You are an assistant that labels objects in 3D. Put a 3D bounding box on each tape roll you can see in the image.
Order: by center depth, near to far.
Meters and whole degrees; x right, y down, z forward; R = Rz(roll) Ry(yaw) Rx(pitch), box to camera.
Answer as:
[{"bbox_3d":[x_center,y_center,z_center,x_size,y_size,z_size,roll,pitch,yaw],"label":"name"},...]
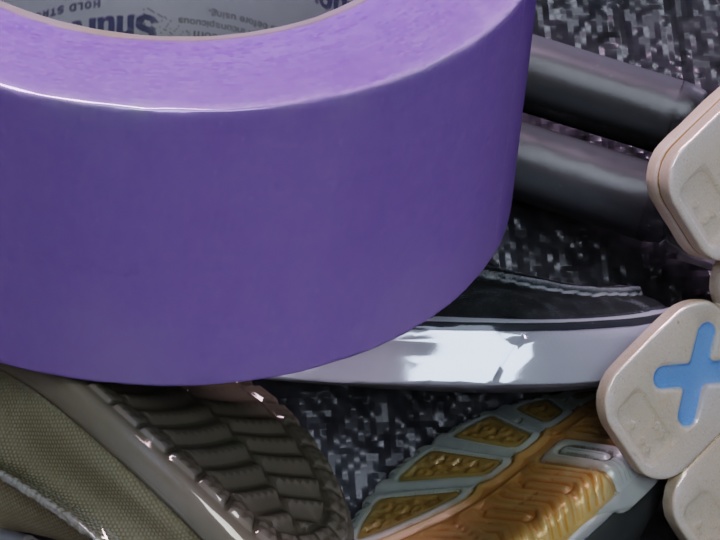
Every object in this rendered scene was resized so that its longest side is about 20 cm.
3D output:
[{"bbox_3d":[-0.054,-0.062,0.766,0.200,0.085,0.200,4,35,-3],"label":"tape roll"}]

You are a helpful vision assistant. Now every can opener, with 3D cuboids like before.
[{"bbox_3d":[0.085,-0.032,0.881,0.200,0.067,0.053,18,81,6],"label":"can opener"}]

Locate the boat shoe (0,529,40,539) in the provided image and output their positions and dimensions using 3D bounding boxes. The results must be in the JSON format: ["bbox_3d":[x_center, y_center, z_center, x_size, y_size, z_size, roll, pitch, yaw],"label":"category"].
[{"bbox_3d":[-0.137,0.086,0.787,0.200,0.072,0.069,16,39,-1],"label":"boat shoe"}]

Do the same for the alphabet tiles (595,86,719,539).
[{"bbox_3d":[0.163,0.016,0.843,0.196,0.015,0.200,-42,116,-18],"label":"alphabet tiles"}]

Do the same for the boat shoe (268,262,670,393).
[{"bbox_3d":[0.000,0.000,0.836,0.199,0.074,0.068,3,87,-2],"label":"boat shoe"}]

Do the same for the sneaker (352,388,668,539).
[{"bbox_3d":[0.028,0.116,0.817,0.200,0.076,0.088,-44,121,-32],"label":"sneaker"}]

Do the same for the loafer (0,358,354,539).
[{"bbox_3d":[-0.084,0.044,0.763,0.200,0.076,0.068,34,108,33],"label":"loafer"}]
